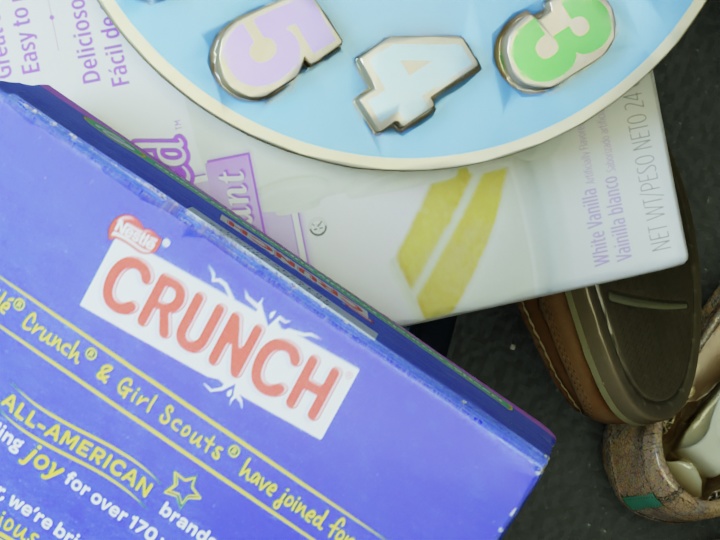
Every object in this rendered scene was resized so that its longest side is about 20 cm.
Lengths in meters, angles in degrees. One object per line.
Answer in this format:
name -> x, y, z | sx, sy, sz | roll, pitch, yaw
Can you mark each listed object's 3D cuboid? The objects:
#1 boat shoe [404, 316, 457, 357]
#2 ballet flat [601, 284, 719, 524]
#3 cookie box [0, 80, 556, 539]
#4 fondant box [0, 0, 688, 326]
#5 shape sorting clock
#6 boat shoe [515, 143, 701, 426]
boat shoe -> 0.000, 0.000, 0.832 | 0.084, 0.069, 0.201 | 10, 114, 27
ballet flat -> 0.158, 0.006, 0.877 | 0.068, 0.067, 0.200 | 37, 89, -4
cookie box -> -0.072, 0.080, 0.678 | 0.171, 0.075, 0.201 | 34, 96, 1
fondant box -> -0.019, -0.051, 0.757 | 0.199, 0.058, 0.145 | -12, 92, -10
shape sorting clock -> 0.012, -0.128, 0.716 | 0.198, 0.039, 0.202 | 0, 88, -11
boat shoe -> 0.055, -0.041, 0.874 | 0.068, 0.072, 0.201 | -22, 76, 36
